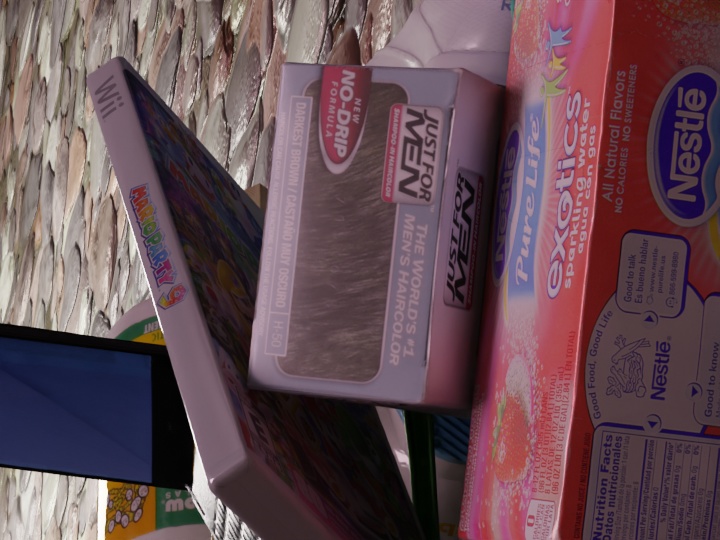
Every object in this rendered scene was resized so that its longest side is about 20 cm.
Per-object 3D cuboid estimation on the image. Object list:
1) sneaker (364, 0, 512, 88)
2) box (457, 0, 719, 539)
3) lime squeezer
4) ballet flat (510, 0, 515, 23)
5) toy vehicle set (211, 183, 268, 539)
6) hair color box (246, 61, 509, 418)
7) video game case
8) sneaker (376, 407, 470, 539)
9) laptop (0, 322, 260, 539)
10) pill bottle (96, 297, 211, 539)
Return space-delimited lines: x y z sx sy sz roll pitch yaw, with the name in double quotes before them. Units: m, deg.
"sneaker" 0.039 -0.076 1.120 0.200 0.074 0.087 -19 52 67
"box" 0.096 -0.014 0.781 0.095 0.102 0.201 172 104 -74
"lime squeezer" 0.017 0.007 0.951 0.071 0.038 0.201 -111 10 -59
"ballet flat" 0.086 -0.115 0.924 0.200 0.067 0.071 -76 -25 -50
"toy vehicle set" -0.015 0.078 1.127 0.026 0.124 0.201 -22 52 27
"hair color box" 0.034 -0.003 0.882 0.200 0.060 0.099 15 -100 -68
"video game case" -0.027 0.034 0.885 0.018 0.143 0.200 -33 42 10
"sneaker" 0.016 0.041 1.106 0.200 0.076 0.081 -101 23 -55
"laptop" -0.082 0.099 0.937 0.200 0.103 0.177 59 168 14
"pill bottle" -0.073 0.119 1.326 0.113 0.112 0.201 118 155 -53
